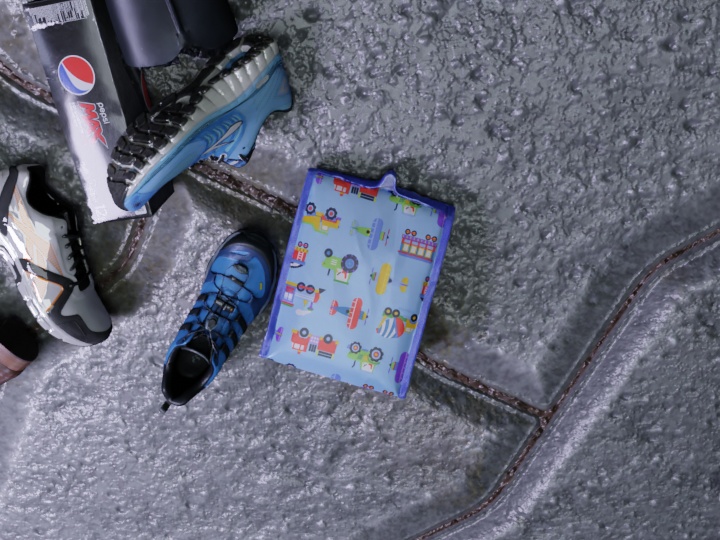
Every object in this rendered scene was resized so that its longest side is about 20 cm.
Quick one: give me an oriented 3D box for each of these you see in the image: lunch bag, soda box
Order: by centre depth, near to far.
[{"bbox_3d":[-0.231,-0.150,0.767,0.062,0.071,0.203,-5,115,11],"label":"soda box"},{"bbox_3d":[0.000,0.000,0.827,0.148,0.094,0.203,16,106,-2],"label":"lunch bag"}]

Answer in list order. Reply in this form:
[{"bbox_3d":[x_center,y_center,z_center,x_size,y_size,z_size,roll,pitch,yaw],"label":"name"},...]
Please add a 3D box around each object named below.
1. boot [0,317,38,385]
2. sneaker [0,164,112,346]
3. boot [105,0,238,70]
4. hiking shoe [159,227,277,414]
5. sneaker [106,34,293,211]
[{"bbox_3d":[-0.471,0.088,0.905,0.199,0.064,0.187,-35,107,23],"label":"boot"},{"bbox_3d":[-0.303,-0.013,0.837,0.079,0.074,0.202,-25,112,12],"label":"sneaker"},{"bbox_3d":[-0.134,-0.274,0.706,0.198,0.077,0.170,-25,129,-7],"label":"boot"},{"bbox_3d":[-0.141,0.054,0.852,0.073,0.087,0.202,25,114,-9],"label":"hiking shoe"},{"bbox_3d":[-0.132,-0.115,0.744,0.200,0.078,0.090,-43,129,-14],"label":"sneaker"}]
